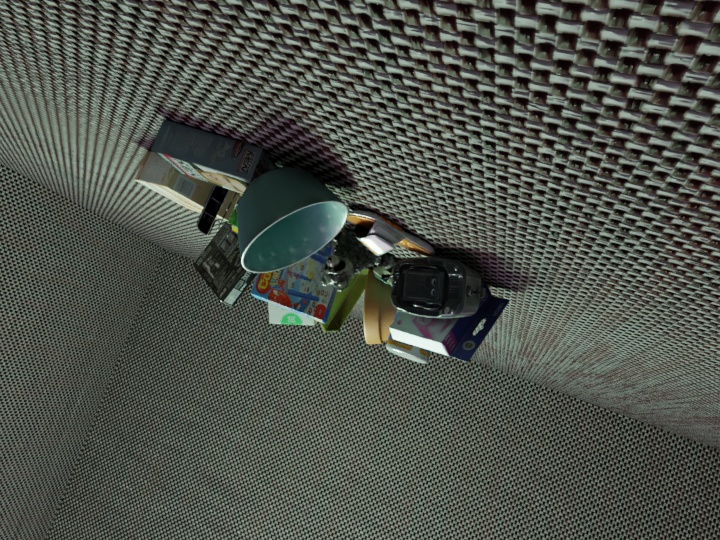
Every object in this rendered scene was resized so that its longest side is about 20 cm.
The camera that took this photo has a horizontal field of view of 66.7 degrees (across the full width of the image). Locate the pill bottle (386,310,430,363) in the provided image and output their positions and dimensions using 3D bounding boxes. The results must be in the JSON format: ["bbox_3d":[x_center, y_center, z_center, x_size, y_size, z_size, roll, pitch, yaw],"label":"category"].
[{"bbox_3d":[0.141,0.112,1.337,0.109,0.205,0.112,18,169,4],"label":"pill bottle"}]

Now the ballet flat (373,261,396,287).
[{"bbox_3d":[0.090,0.012,1.325,0.066,0.064,0.200,17,-169,-26],"label":"ballet flat"}]

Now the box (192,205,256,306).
[{"bbox_3d":[-0.307,-0.040,1.349,0.157,0.202,0.050,40,-177,35],"label":"box"}]

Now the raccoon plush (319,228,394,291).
[{"bbox_3d":[0.000,0.000,1.228,0.197,0.137,0.096,27,167,-32],"label":"raccoon plush"}]

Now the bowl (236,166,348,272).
[{"bbox_3d":[-0.128,-0.096,0.919,0.107,0.198,0.201,60,-178,17],"label":"bowl"}]

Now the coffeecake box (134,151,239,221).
[{"bbox_3d":[-0.374,-0.184,1.180,0.152,0.075,0.198,29,172,-41],"label":"coffeecake box"}]

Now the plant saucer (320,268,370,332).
[{"bbox_3d":[-0.044,0.069,1.500,0.047,0.203,0.200,32,180,11],"label":"plant saucer"}]

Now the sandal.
[{"bbox_3d":[0.055,-0.053,1.047,0.203,0.061,0.079,25,169,-22],"label":"sandal"}]

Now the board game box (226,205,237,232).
[{"bbox_3d":[-0.208,-0.100,1.280,0.195,0.097,0.030,23,133,0],"label":"board game box"}]

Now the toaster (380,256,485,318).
[{"bbox_3d":[0.151,0.037,1.111,0.196,0.117,0.128,3,176,36],"label":"toaster"}]

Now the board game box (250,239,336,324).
[{"bbox_3d":[-0.143,0.000,1.346,0.191,0.205,0.056,18,170,9],"label":"board game box"}]

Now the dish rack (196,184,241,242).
[{"bbox_3d":[-0.210,-0.103,1.093,0.197,0.055,0.154,30,124,-13],"label":"dish rack"}]

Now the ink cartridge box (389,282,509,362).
[{"bbox_3d":[0.191,0.092,1.185,0.197,0.196,0.044,10,134,42],"label":"ink cartridge box"}]

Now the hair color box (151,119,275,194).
[{"bbox_3d":[-0.249,-0.190,0.954,0.195,0.062,0.099,18,170,14],"label":"hair color box"}]

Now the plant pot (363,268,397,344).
[{"bbox_3d":[0.089,0.099,1.476,0.136,0.206,0.200,2,168,9],"label":"plant pot"}]

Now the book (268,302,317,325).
[{"bbox_3d":[-0.184,0.039,1.447,0.130,0.206,0.048,0,-166,13],"label":"book"}]
